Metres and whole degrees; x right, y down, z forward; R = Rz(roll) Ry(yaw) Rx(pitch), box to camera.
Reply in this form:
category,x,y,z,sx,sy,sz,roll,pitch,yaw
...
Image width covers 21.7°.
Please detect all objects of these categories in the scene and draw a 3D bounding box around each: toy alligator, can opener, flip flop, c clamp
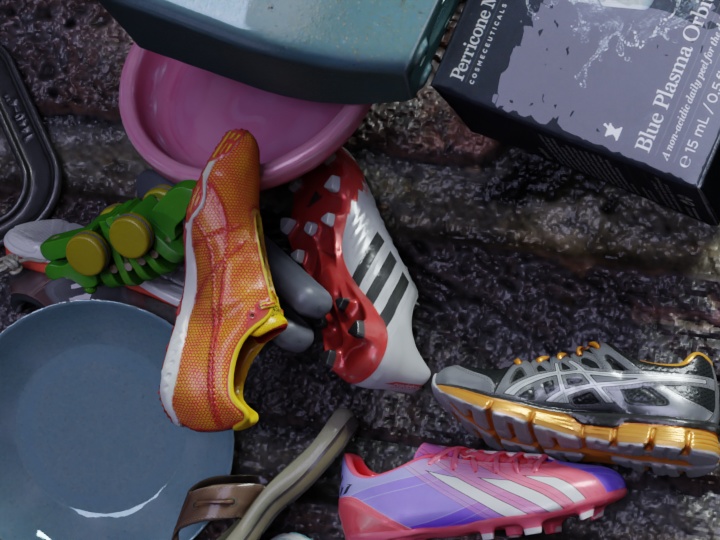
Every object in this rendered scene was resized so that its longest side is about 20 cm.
category,x,y,z,sx,sy,sz,roll,pitch,yaw
toy alligator,-0.178,-0.009,1.301,0.199,0.059,0.055,-20,106,30
can opener,-0.098,-0.013,1.306,0.200,0.067,0.054,40,104,47
flip flop,-0.085,0.159,1.297,0.200,0.081,0.058,-44,92,0
c clamp,-0.322,-0.092,1.453,0.170,0.027,0.201,-34,71,4

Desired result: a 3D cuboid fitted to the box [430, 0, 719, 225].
category,x,y,z,sx,sy,sz,roll,pitch,yaw
box,0.182,-0.164,1.259,0.199,0.117,0.198,23,88,21

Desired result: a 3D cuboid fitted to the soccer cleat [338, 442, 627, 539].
category,x,y,z,sx,sy,sz,roll,pitch,yaw
soccer cleat,0.078,0.145,1.264,0.198,0.067,0.077,-13,79,18

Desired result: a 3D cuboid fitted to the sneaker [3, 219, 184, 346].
category,x,y,z,sx,sy,sz,roll,pitch,yaw
sneaker,-0.170,0.025,1.371,0.199,0.077,0.083,18,113,20

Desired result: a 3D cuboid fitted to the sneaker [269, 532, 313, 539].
category,x,y,z,sx,sy,sz,roll,pitch,yaw
sneaker,-0.099,0.265,1.285,0.077,0.086,0.201,30,90,19

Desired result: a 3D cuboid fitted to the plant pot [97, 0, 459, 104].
category,x,y,z,sx,sy,sz,roll,pitch,yaw
plant pot,-0.030,-0.208,1.212,0.199,0.196,0.198,25,87,5

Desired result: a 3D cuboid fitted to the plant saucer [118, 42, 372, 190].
category,x,y,z,sx,sy,sz,roll,pitch,yaw
plant saucer,-0.073,-0.135,1.343,0.199,0.051,0.202,-9,58,14

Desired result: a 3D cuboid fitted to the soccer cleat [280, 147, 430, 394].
category,x,y,z,sx,sy,sz,roll,pitch,yaw
soccer cleat,0.000,0.000,1.316,0.069,0.085,0.201,-39,46,29

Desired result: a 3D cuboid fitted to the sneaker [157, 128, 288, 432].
category,x,y,z,sx,sy,sz,roll,pitch,yaw
sneaker,-0.081,0.007,1.236,0.076,0.073,0.202,5,84,10

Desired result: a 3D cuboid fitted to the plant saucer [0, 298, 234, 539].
category,x,y,z,sx,sy,sz,roll,pitch,yaw
plant saucer,-0.188,0.117,1.341,0.199,0.039,0.203,0,100,0

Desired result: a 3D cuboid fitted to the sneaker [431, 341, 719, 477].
category,x,y,z,sx,sy,sz,roll,pitch,yaw
sneaker,0.146,0.085,1.255,0.198,0.078,0.078,8,69,15
